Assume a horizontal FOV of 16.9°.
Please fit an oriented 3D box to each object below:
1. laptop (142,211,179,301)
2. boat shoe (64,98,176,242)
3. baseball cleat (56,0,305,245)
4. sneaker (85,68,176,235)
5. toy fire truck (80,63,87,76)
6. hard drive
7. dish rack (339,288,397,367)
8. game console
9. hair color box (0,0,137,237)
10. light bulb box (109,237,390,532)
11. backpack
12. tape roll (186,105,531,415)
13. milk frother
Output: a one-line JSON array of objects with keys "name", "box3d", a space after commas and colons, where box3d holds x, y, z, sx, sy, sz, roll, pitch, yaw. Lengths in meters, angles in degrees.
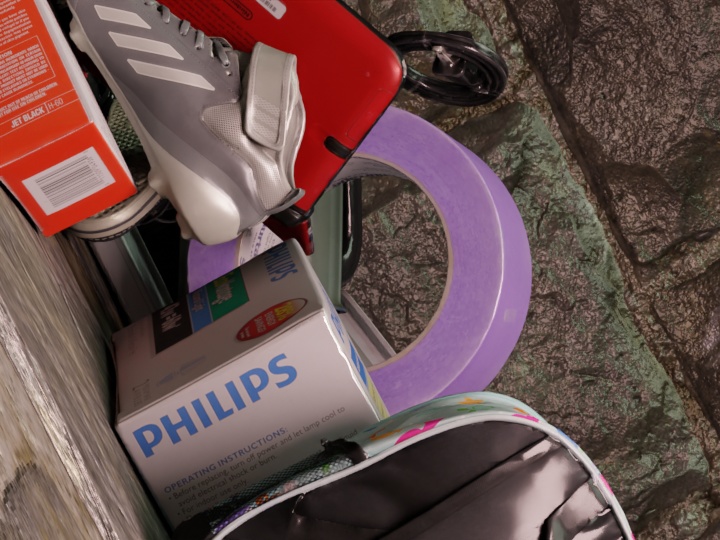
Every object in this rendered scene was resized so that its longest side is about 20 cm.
[{"name": "laptop", "box3d": [-0.127, -0.030, 1.820, 0.177, 0.103, 0.200, 63, -1, 32]}, {"name": "boat shoe", "box3d": [-0.141, -0.056, 1.508, 0.200, 0.074, 0.062, -76, 163, -67]}, {"name": "baseball cleat", "box3d": [-0.095, -0.116, 1.306, 0.200, 0.106, 0.070, 62, 5, -1]}, {"name": "sneaker", "box3d": [-0.200, -0.122, 1.735, 0.200, 0.060, 0.104, 63, 5, 20]}, {"name": "toy fire truck", "box3d": [-0.194, -0.114, 1.448, 0.200, 0.049, 0.141, 62, -1, 41]}, {"name": "hard drive", "box3d": [-0.155, -0.004, 1.610, 0.200, 0.026, 0.132, 64, -1, 8]}, {"name": "dish rack", "box3d": [-0.025, 0.132, 1.693, 0.172, 0.043, 0.200, 51, -46, 38]}, {"name": "game console", "box3d": [-0.075, -0.121, 1.388, 0.200, 0.172, 0.119, 41, 22, 8]}, {"name": "hair color box", "box3d": [-0.193, -0.128, 1.295, 0.102, 0.061, 0.200, 66, -1, -68]}, {"name": "light bulb box", "box3d": [-0.036, 0.112, 1.303, 0.200, 0.125, 0.198, 62, 0, -13]}, {"name": "backpack", "box3d": [0.030, 0.154, 1.139, 0.178, 0.200, 0.151, 62, -1, -7]}, {"name": "tape roll", "box3d": [0.000, 0.000, 1.492, 0.200, 0.200, 0.085, 63, 12, 13]}, {"name": "milk frother", "box3d": [-0.014, -0.065, 1.612, 0.180, 0.200, 0.188, 4, 86, -45]}]
